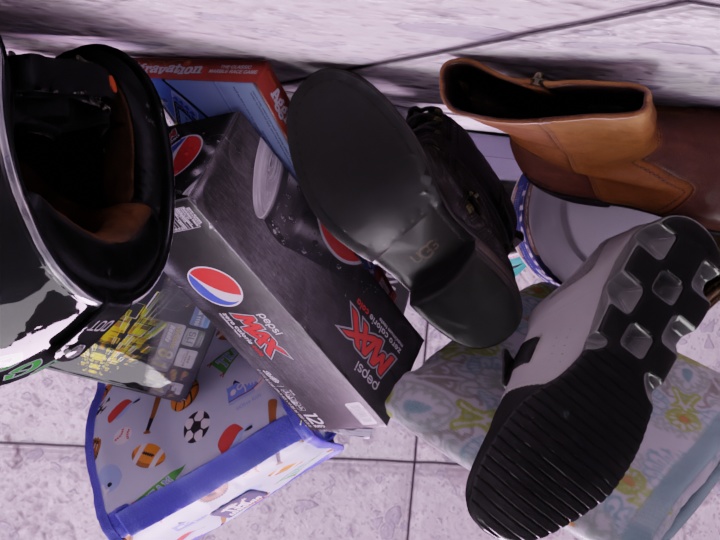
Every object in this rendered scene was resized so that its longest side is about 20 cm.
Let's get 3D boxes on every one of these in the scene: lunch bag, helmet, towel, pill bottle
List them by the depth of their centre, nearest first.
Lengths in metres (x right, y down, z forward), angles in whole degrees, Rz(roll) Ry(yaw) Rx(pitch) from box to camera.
[{"bbox_3d":[-0.207,-0.040,0.800,0.190,0.201,0.200,-12,173,24],"label":"helmet"},{"bbox_3d":[0.132,0.085,0.966,0.171,0.048,0.200,27,-150,22],"label":"towel"},{"bbox_3d":[0.160,-0.037,1.053,0.110,0.112,0.200,5,-179,-1],"label":"pill bottle"},{"bbox_3d":[-0.105,0.114,1.181,0.169,0.124,0.200,-31,-164,7],"label":"lunch bag"}]

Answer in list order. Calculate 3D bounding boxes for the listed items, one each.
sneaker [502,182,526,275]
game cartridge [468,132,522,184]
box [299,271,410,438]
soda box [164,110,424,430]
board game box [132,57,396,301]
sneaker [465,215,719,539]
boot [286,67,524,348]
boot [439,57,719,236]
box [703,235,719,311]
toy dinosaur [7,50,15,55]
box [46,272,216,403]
[{"bbox_3d":[0.056,-0.033,1.275,0.199,0.084,0.121,4,171,18],"label":"sneaker"},{"bbox_3d":[0.070,-0.087,1.259,0.199,0.041,0.133,5,-176,-3],"label":"game cartridge"},{"bbox_3d":[0.000,0.000,1.116,0.049,0.159,0.200,12,-160,-6],"label":"box"},{"bbox_3d":[-0.047,0.005,0.924,0.063,0.071,0.200,-6,136,39],"label":"soda box"},{"bbox_3d":[-0.059,-0.045,0.946,0.102,0.020,0.200,5,143,30],"label":"board game box"},{"bbox_3d":[0.114,0.060,0.881,0.074,0.200,0.088,44,162,-18],"label":"sneaker"},{"bbox_3d":[0.032,-0.056,0.951,0.069,0.200,0.174,-31,-159,18],"label":"boot"},{"bbox_3d":[0.154,-0.073,0.823,0.187,0.069,0.200,13,175,19],"label":"boot"},{"bbox_3d":[0.241,-0.021,1.071,0.021,0.163,0.200,49,180,-1],"label":"box"},{"bbox_3d":[-0.255,-0.041,0.970,0.104,0.201,0.182,11,-148,8],"label":"toy dinosaur"},{"bbox_3d":[-0.160,-0.018,1.067,0.160,0.201,0.049,15,-149,-18],"label":"box"}]
